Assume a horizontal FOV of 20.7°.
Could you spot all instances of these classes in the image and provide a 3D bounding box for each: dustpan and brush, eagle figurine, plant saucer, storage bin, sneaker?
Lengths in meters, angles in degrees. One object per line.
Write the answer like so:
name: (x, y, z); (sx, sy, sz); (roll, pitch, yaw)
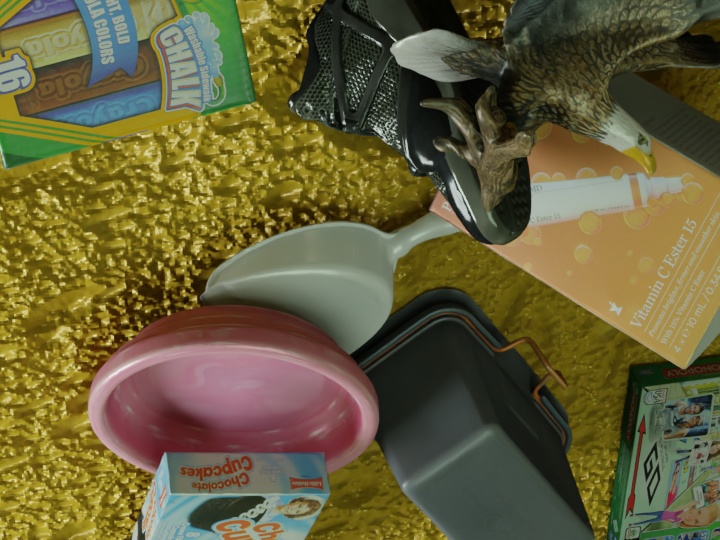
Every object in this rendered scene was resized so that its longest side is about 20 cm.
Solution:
dustpan and brush: (0.000, 0.000, 1.360); (0.198, 0.058, 0.140); (-18, 142, 8)
eagle figurine: (0.134, -0.124, 1.153); (0.200, 0.151, 0.151); (-47, 126, -16)
plant saucer: (-0.086, 0.084, 1.355); (0.198, 0.051, 0.201); (1, 147, 0)
storage bin: (0.092, 0.131, 1.427); (0.145, 0.135, 0.200); (-35, 128, 9)
sneaker: (0.029, -0.093, 1.239); (0.114, 0.201, 0.076); (-34, 171, 33)

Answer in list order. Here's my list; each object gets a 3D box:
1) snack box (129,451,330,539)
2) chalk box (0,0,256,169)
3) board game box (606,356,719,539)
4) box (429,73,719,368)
snack box: (-0.103, 0.191, 1.424); (0.115, 0.037, 0.201); (1, 147, -18)
chalk box: (-0.134, -0.164, 1.157); (0.198, 0.125, 0.125); (-14, 127, -6)
board game box: (0.269, 0.155, 1.566); (0.133, 0.029, 0.202); (-6, 125, -12)
box: (0.166, -0.050, 1.279); (0.199, 0.097, 0.125); (32, 116, 14)
